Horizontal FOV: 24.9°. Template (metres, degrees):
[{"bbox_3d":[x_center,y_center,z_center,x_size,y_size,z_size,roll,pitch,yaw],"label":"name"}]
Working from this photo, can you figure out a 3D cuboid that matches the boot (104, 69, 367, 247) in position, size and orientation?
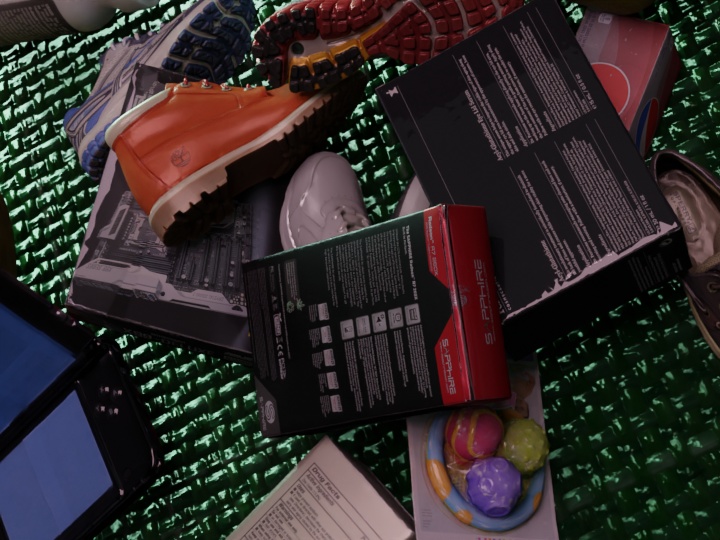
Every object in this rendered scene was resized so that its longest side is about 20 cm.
[{"bbox_3d":[-0.091,-0.115,1.206,0.199,0.075,0.108,-32,71,-17],"label":"boot"}]

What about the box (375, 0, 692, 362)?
[{"bbox_3d":[0.115,-0.064,1.103,0.140,0.079,0.202,-27,64,5],"label":"box"}]

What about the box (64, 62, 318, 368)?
[{"bbox_3d":[-0.123,-0.042,1.242,0.156,0.050,0.202,15,73,-3],"label":"box"}]

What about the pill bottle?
[{"bbox_3d":[-0.273,-0.256,1.388,0.197,0.116,0.117,-5,67,19],"label":"pill bottle"}]

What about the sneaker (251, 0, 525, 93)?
[{"bbox_3d":[0.021,-0.190,1.167,0.197,0.079,0.082,-9,25,12],"label":"sneaker"}]

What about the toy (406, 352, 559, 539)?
[{"bbox_3d":[0.088,0.108,1.097,0.047,0.114,0.202,-45,44,51],"label":"toy"}]

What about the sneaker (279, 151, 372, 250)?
[{"bbox_3d":[0.000,0.000,1.178,0.099,0.077,0.203,-33,61,51],"label":"sneaker"}]

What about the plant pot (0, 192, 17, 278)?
[{"bbox_3d":[-0.355,0.003,1.284,0.138,0.201,0.203,-1,67,3],"label":"plant pot"}]

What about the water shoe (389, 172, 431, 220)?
[{"bbox_3d":[0.095,-0.088,1.213,0.078,0.072,0.201,30,80,1],"label":"water shoe"}]

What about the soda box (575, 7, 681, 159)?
[{"bbox_3d":[0.164,-0.083,1.172,0.069,0.063,0.202,18,77,25],"label":"soda box"}]

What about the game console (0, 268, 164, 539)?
[{"bbox_3d":[-0.268,0.128,1.199,0.200,0.118,0.173,-42,59,23],"label":"game console"}]

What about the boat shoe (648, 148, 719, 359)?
[{"bbox_3d":[0.248,0.002,1.103,0.073,0.065,0.201,-36,61,3],"label":"boat shoe"}]

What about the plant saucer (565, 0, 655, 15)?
[{"bbox_3d":[0.161,-0.263,1.215,0.198,0.048,0.200,18,48,21],"label":"plant saucer"}]

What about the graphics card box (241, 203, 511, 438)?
[{"bbox_3d":[0.006,0.038,1.078,0.199,0.050,0.127,-16,79,43],"label":"graphics card box"}]

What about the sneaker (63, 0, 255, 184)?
[{"bbox_3d":[-0.172,-0.169,1.338,0.200,0.077,0.085,-47,56,-2],"label":"sneaker"}]

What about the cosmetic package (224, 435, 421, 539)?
[{"bbox_3d":[-0.048,0.227,1.116,0.200,0.087,0.103,-45,59,1],"label":"cosmetic package"}]
